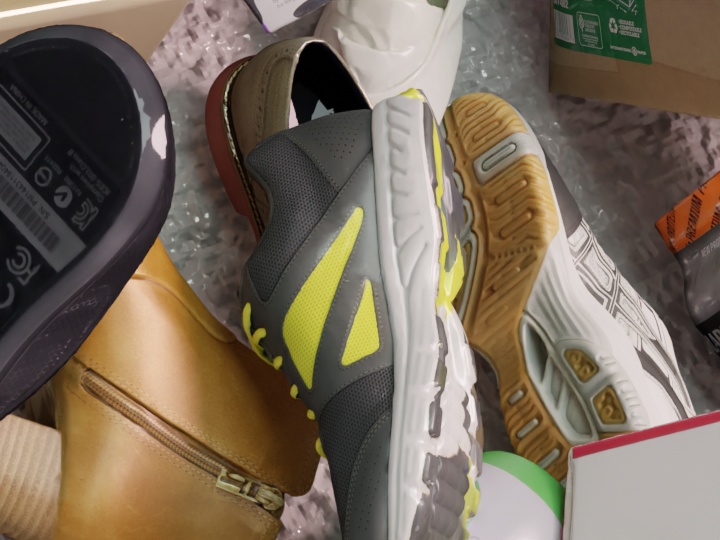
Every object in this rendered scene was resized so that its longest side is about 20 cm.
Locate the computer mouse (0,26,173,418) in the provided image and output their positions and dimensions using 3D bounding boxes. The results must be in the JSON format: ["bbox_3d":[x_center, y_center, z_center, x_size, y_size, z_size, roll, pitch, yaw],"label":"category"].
[{"bbox_3d":[-0.137,-0.003,0.849,0.139,0.200,0.053,51,15,18],"label":"computer mouse"}]

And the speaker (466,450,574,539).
[{"bbox_3d":[0.001,0.147,0.904,0.200,0.088,0.089,-34,85,-36],"label":"speaker"}]

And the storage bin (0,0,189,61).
[{"bbox_3d":[-0.192,-0.156,0.948,0.200,0.094,0.199,-15,73,-33],"label":"storage bin"}]

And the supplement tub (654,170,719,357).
[{"bbox_3d":[0.228,0.029,1.062,0.122,0.123,0.200,-34,84,-36],"label":"supplement tub"}]

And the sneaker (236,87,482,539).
[{"bbox_3d":[-0.003,0.031,0.897,0.084,0.074,0.200,-7,63,15],"label":"sneaker"}]

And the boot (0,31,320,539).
[{"bbox_3d":[-0.075,0.023,0.927,0.144,0.071,0.202,22,74,-19],"label":"boot"}]

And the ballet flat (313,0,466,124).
[{"bbox_3d":[0.018,-0.129,1.047,0.069,0.069,0.200,27,65,-14],"label":"ballet flat"}]

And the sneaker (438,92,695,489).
[{"bbox_3d":[0.084,0.018,1.034,0.088,0.076,0.200,11,52,-53],"label":"sneaker"}]

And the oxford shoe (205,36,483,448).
[{"bbox_3d":[0.000,0.000,0.972,0.070,0.075,0.200,-29,92,-26],"label":"oxford shoe"}]

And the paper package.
[{"bbox_3d":[0.202,-0.131,1.056,0.190,0.200,0.104,-11,104,-24],"label":"paper package"}]

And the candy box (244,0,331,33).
[{"bbox_3d":[-0.062,-0.225,0.978,0.200,0.071,0.168,53,19,-29],"label":"candy box"}]

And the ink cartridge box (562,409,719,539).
[{"bbox_3d":[0.193,0.127,0.938,0.200,0.145,0.084,36,48,-42],"label":"ink cartridge box"}]
